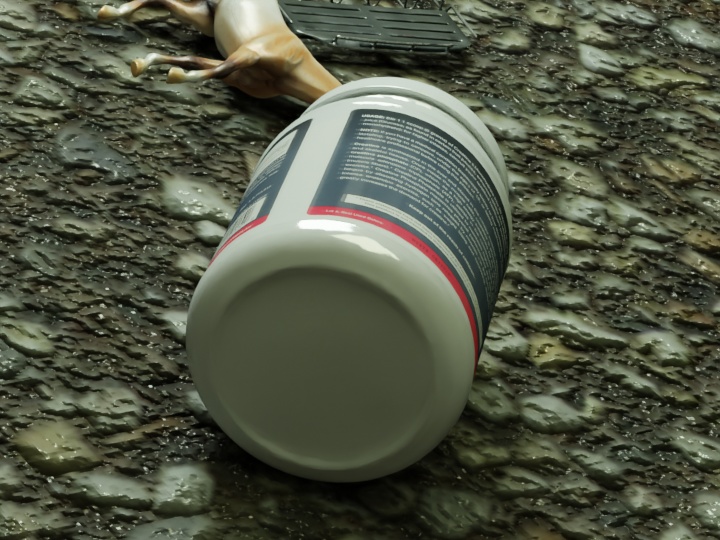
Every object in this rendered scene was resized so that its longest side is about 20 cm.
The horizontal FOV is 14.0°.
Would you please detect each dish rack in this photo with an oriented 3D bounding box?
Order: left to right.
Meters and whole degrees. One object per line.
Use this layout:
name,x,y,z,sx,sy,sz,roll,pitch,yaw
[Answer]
dish rack,-0.015,-0.204,1.866,0.153,0.055,0.200,0,36,-30

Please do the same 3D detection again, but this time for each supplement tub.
supplement tub,0.000,0.000,1.452,0.140,0.141,0.200,21,30,1

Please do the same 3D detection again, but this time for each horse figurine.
horse figurine,-0.085,-0.143,1.727,0.132,0.050,0.200,0,36,-30
